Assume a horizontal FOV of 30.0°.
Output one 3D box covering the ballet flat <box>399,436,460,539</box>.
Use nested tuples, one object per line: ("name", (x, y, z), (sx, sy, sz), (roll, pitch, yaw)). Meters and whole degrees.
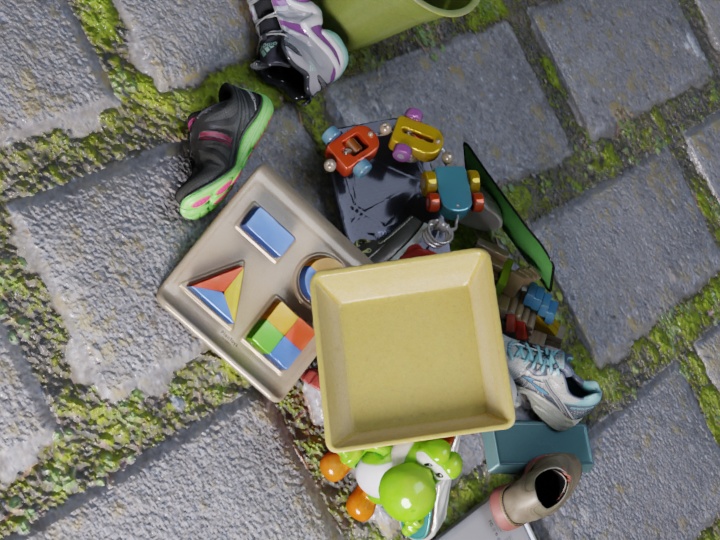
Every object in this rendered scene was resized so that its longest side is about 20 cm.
("ballet flat", (0.086, 0.212, 1.551), (0.069, 0.069, 0.203), (-3, 107, -43))

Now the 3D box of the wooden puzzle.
("wooden puzzle", (-0.095, 0.013, 1.471), (0.185, 0.046, 0.201), (42, 73, -13))

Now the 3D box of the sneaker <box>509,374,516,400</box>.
("sneaker", (0.099, 0.087, 1.571), (0.201, 0.073, 0.084), (51, 39, 13))

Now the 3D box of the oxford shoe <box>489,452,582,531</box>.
("oxford shoe", (0.238, 0.269, 1.667), (0.199, 0.074, 0.071), (-22, 86, -55))

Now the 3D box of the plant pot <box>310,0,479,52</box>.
("plant pot", (0.025, -0.372, 1.709), (0.198, 0.189, 0.203), (19, 59, -34))

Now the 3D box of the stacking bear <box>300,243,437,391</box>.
("stacking bear", (0.041, 0.069, 1.521), (0.202, 0.121, 0.114), (-61, 151, -4))

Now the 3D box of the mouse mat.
("mouse mat", (0.193, -0.067, 1.746), (0.007, 0.161, 0.201), (-35, 76, -3))

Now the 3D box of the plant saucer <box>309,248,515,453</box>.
("plant saucer", (0.054, 0.089, 1.427), (0.049, 0.197, 0.203), (71, 11, -67))

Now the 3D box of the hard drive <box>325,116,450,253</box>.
("hard drive", (0.031, -0.082, 1.655), (0.133, 0.042, 0.203), (-12, 83, -21))

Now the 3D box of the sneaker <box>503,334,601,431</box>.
("sneaker", (0.229, 0.122, 1.737), (0.199, 0.086, 0.078), (34, 43, -20))

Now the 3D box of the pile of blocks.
("pile of blocks", (0.206, 0.045, 1.762), (0.200, 0.082, 0.063), (42, 48, -21))

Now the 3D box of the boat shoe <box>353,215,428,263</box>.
("boat shoe", (0.001, -0.001, 1.571), (0.060, 0.072, 0.202), (42, 68, 7))

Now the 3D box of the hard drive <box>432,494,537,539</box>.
("hard drive", (0.145, 0.360, 1.605), (0.199, 0.027, 0.133), (-26, 90, -46))

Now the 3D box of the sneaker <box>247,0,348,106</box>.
("sneaker", (-0.106, -0.291, 1.632), (0.200, 0.077, 0.140), (50, 45, -13))

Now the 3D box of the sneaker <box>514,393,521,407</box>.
("sneaker", (0.122, 0.131, 1.653), (0.198, 0.075, 0.089), (13, 59, -41))

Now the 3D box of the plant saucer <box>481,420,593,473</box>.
("plant saucer", (0.234, 0.228, 1.753), (0.198, 0.019, 0.071), (7, 67, -40))

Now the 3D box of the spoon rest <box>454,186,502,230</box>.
("spoon rest", (0.096, -0.103, 1.736), (0.199, 0.099, 0.061), (32, 73, -10))

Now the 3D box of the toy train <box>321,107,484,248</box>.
("toy train", (0.051, -0.109, 1.607), (0.200, 0.056, 0.150), (44, 62, 10))

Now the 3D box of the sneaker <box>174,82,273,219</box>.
("sneaker", (-0.169, -0.136, 1.521), (0.083, 0.077, 0.201), (30, 48, -7))

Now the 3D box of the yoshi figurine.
("yoshi figurine", (0.027, 0.226, 1.436), (0.111, 0.199, 0.114), (9, 73, -30))
